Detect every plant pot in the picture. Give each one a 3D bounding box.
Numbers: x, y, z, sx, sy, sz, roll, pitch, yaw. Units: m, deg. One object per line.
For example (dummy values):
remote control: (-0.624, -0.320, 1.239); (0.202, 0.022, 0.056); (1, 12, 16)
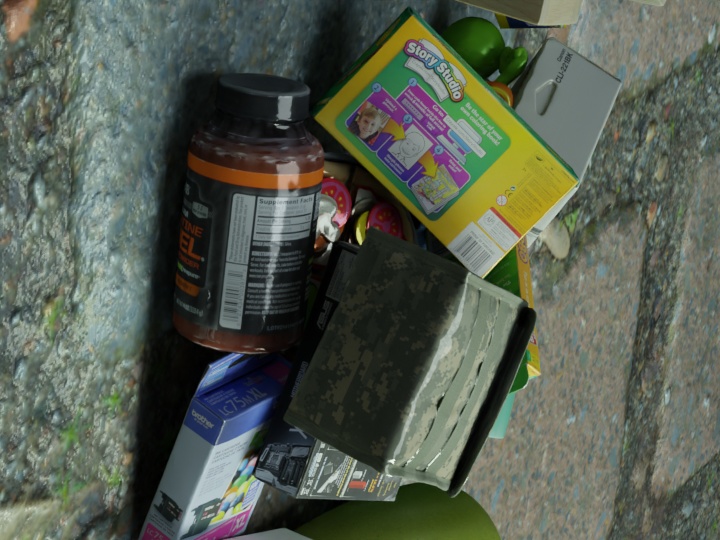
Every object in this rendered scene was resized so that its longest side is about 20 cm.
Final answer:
plant pot: (0.005, 0.287, 1.737); (0.199, 0.186, 0.189); (8, 98, -51)

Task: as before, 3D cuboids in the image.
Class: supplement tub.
supplement tub: (-0.084, -0.045, 1.453); (0.107, 0.106, 0.202); (-18, 120, -57)

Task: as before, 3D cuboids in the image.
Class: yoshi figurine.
yoshi figurine: (0.091, -0.172, 1.692); (0.112, 0.112, 0.200); (-42, -171, 14)

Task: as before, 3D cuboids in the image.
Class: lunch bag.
lunch bag: (0.055, 0.078, 1.461); (0.200, 0.117, 0.165); (25, 90, -61)

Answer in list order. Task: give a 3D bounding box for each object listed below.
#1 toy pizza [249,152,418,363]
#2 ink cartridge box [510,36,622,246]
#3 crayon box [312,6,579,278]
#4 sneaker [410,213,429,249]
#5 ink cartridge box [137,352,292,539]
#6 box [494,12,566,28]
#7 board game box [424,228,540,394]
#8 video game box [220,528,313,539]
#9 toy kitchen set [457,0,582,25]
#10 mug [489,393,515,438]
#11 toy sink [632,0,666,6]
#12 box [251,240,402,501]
toy pizza: (-0.023, 0.003, 1.580); (0.199, 0.032, 0.202); (-3, 96, -36)
ink cartridge box: (0.145, -0.094, 1.746); (0.145, 0.083, 0.200); (-63, -175, -36)
crayon box: (0.070, -0.105, 1.575); (0.119, 0.200, 0.058); (-44, -172, 10)
sneaker: (0.000, 0.000, 1.679); (0.200, 0.078, 0.090); (-37, 116, -44)
ink cartridge box: (-0.108, 0.145, 1.523); (0.119, 0.042, 0.201); (-24, 141, -55)
box: (0.156, -0.324, 1.717); (0.070, 0.064, 0.202); (48, 46, -71)
board game box: (0.103, 0.031, 1.622); (0.030, 0.095, 0.201); (35, 41, -39)
video game box: (-0.114, 0.314, 1.572); (0.200, 0.046, 0.184); (3, 104, -64)
toy kitchen set: (0.128, -0.328, 1.606); (0.163, 0.179, 0.202); (-15, 122, -59)
mug: (0.082, 0.082, 1.739); (0.151, 0.184, 0.116); (14, 89, -40)
toy sink: (0.230, -0.356, 1.830); (0.113, 0.129, 0.200); (-64, 151, -15)
box: (0.005, 0.086, 1.546); (0.157, 0.049, 0.202); (11, 100, -58)
